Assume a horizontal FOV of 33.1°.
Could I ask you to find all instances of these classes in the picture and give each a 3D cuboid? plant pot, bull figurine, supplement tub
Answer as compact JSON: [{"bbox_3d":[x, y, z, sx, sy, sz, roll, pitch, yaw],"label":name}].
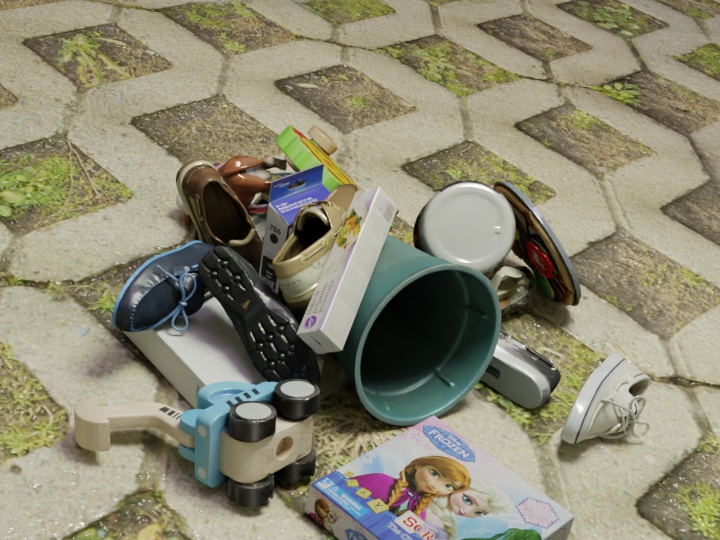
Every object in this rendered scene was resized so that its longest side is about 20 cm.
[{"bbox_3d":[0.028,0.045,1.425,0.200,0.201,0.196,-9,29,-32],"label":"plant pot"},{"bbox_3d":[-0.168,-0.108,1.629,0.121,0.065,0.200,-7,-6,-27],"label":"bull figurine"},{"bbox_3d":[0.133,-0.050,1.607,0.122,0.123,0.200,12,-3,0],"label":"supplement tub"}]

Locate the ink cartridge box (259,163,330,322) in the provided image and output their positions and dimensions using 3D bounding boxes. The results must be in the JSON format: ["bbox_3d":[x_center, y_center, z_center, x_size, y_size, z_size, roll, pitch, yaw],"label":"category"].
[{"bbox_3d":[-0.076,-0.024,1.475,0.039,0.201,0.099,28,35,31],"label":"ink cartridge box"}]

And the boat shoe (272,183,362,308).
[{"bbox_3d":[-0.042,-0.044,1.380,0.074,0.066,0.200,-12,34,29],"label":"boat shoe"}]

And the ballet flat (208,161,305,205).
[{"bbox_3d":[-0.145,-0.107,1.731,0.199,0.069,0.071,10,48,3],"label":"ballet flat"}]

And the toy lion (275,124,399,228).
[{"bbox_3d":[-0.033,-0.115,1.619,0.200,0.069,0.192,45,7,-10],"label":"toy lion"}]

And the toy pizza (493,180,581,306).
[{"bbox_3d":[0.231,-0.032,1.645,0.032,0.200,0.200,-33,43,-5],"label":"toy pizza"}]

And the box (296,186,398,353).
[{"bbox_3d":[-0.012,-0.003,1.328,0.039,0.041,0.200,-10,48,41],"label":"box"}]

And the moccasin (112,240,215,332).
[{"bbox_3d":[-0.205,0.016,1.384,0.068,0.081,0.200,26,34,14],"label":"moccasin"}]

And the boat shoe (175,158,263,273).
[{"bbox_3d":[-0.159,-0.040,1.488,0.075,0.203,0.075,-40,34,-13],"label":"boat shoe"}]

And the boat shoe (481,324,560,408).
[{"bbox_3d":[0.161,0.091,1.497,0.200,0.070,0.066,33,43,26],"label":"boat shoe"}]

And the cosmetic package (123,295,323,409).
[{"bbox_3d":[-0.162,0.086,1.409,0.150,0.052,0.200,-17,42,-36],"label":"cosmetic package"}]

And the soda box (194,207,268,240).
[{"bbox_3d":[-0.122,-0.041,1.621,0.200,0.063,0.071,-12,39,-37],"label":"soda box"}]

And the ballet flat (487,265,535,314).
[{"bbox_3d":[0.163,0.035,1.597,0.072,0.072,0.200,33,36,31],"label":"ballet flat"}]

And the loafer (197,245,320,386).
[{"bbox_3d":[-0.106,0.057,1.349,0.201,0.068,0.070,53,7,17],"label":"loafer"}]

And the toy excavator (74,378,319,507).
[{"bbox_3d":[-0.168,0.163,1.257,0.200,0.100,0.194,19,27,36],"label":"toy excavator"}]

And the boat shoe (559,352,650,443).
[{"bbox_3d":[0.305,0.165,1.442,0.086,0.075,0.202,27,24,19],"label":"boat shoe"}]

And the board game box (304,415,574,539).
[{"bbox_3d":[0.082,0.249,1.241,0.200,0.041,0.199,33,36,30],"label":"board game box"}]
